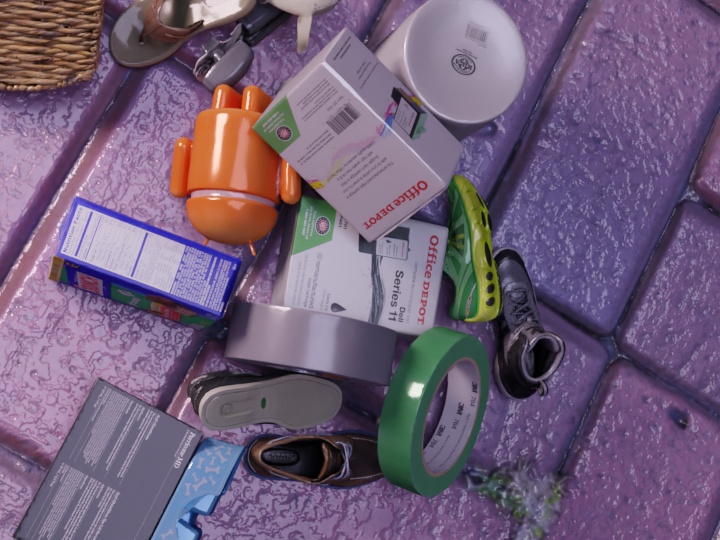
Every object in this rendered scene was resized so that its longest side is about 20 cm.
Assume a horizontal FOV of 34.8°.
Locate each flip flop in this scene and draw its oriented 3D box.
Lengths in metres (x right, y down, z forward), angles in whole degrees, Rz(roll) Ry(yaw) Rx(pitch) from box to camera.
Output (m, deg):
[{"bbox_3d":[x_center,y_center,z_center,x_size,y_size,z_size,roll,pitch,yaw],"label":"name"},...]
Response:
[{"bbox_3d":[-0.218,-0.309,1.385,0.198,0.058,0.082,-19,91,11],"label":"flip flop"}]

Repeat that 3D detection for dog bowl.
[{"bbox_3d":[-0.200,0.287,1.345,0.049,0.112,0.202,26,79,2],"label":"dog bowl"}]

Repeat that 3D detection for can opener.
[{"bbox_3d":[-0.125,-0.294,1.434,0.200,0.053,0.067,-41,77,-15],"label":"can opener"}]

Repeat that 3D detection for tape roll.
[{"bbox_3d":[-0.058,0.088,1.350,0.198,0.200,0.067,12,83,-14],"label":"tape roll"},{"bbox_3d":[0.092,0.172,1.399,0.048,0.200,0.203,16,78,30],"label":"tape roll"}]

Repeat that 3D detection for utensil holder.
[{"bbox_3d":[0.096,-0.237,1.421,0.168,0.200,0.173,1,86,-15],"label":"utensil holder"}]

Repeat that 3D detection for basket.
[{"bbox_3d":[-0.403,-0.300,1.355,0.197,0.149,0.144,4,118,-16],"label":"basket"}]

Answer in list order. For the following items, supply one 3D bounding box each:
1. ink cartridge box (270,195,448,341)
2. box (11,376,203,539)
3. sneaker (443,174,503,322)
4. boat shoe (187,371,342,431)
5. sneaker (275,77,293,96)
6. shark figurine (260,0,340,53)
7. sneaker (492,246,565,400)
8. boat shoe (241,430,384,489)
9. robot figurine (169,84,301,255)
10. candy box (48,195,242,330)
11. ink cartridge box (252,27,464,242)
[{"bbox_3d":[0.000,0.000,1.434,0.197,0.083,0.149,11,83,-16],"label":"ink cartridge box"},{"bbox_3d":[-0.288,0.246,1.330,0.140,0.079,0.202,28,79,-3],"label":"box"},{"bbox_3d":[0.128,-0.030,1.474,0.083,0.074,0.203,-15,68,23],"label":"sneaker"},{"bbox_3d":[-0.113,0.151,1.398,0.198,0.067,0.073,2,105,-32],"label":"boat shoe"},{"bbox_3d":[-0.029,-0.160,1.430,0.078,0.099,0.200,-43,97,-15],"label":"sneaker"},{"bbox_3d":[-0.084,-0.358,1.406,0.214,0.129,0.089,34,45,26],"label":"shark figurine"},{"bbox_3d":[0.212,0.066,1.474,0.074,0.114,0.203,-6,87,-16],"label":"sneaker"},{"bbox_3d":[-0.043,0.235,1.408,0.197,0.072,0.073,0,85,-17],"label":"boat shoe"},{"bbox_3d":[-0.151,-0.119,1.386,0.142,0.116,0.203,8,82,-21],"label":"robot figurine"},{"bbox_3d":[-0.251,-0.002,1.319,0.198,0.169,0.078,22,76,-12],"label":"candy box"},{"bbox_3d":[-0.001,-0.152,1.324,0.200,0.144,0.084,43,44,-13],"label":"ink cartridge box"}]
